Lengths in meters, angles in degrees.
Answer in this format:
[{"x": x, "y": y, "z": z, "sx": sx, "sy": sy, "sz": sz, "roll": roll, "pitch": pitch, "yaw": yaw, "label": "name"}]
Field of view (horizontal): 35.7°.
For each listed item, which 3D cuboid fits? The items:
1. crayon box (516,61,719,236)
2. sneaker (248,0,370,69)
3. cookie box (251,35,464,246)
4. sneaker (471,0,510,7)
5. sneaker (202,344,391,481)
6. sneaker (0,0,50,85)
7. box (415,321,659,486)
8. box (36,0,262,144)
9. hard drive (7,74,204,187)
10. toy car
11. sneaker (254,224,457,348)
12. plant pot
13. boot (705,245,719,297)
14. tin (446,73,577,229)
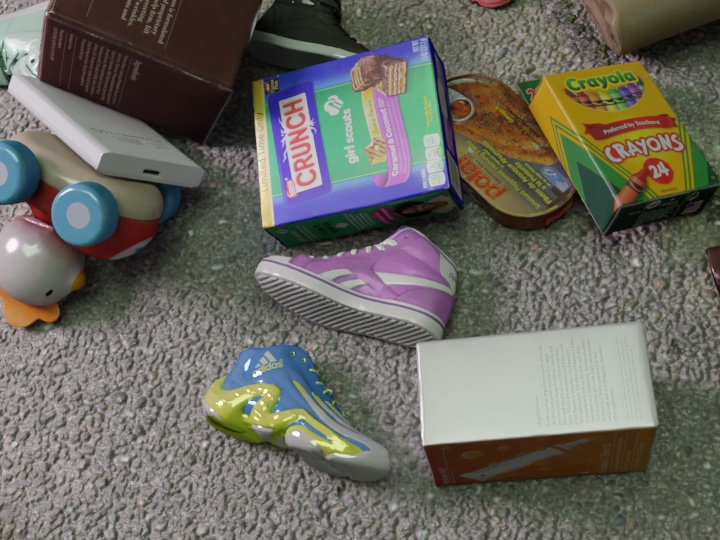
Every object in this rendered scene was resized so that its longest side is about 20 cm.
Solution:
[{"x": 0.256, "y": -0.139, "z": 1.131, "sx": 0.125, "sy": 0.051, "sz": 0.202, "roll": -13, "pitch": 60, "yaw": -23, "label": "crayon box"}, {"x": -0.029, "y": -0.269, "z": 1.256, "sx": 0.198, "sy": 0.071, "sz": 0.100, "roll": 20, "pitch": 73, "yaw": 23, "label": "sneaker"}, {"x": -0.005, "y": -0.130, "z": 1.155, "sx": 0.197, "sy": 0.075, "sz": 0.174, "roll": -12, "pitch": 70, "yaw": 15, "label": "cookie box"}, {"x": 0.097, "y": -0.380, "z": 1.282, "sx": 0.199, "sy": 0.087, "sz": 0.074, "roll": 28, "pitch": 70, "yaw": 22, "label": "sneaker"}, {"x": -0.051, "y": 0.124, "z": 1.062, "sx": 0.198, "sy": 0.076, "sz": 0.106, "roll": 17, "pitch": 67, "yaw": 18, "label": "sneaker"}, {"x": -0.416, "y": -0.237, "z": 1.304, "sx": 0.198, "sy": 0.074, "sz": 0.119, "roll": -23, "pitch": 56, "yaw": -5, "label": "sneaker"}, {"x": 0.155, "y": 0.122, "z": 0.999, "sx": 0.197, "sy": 0.125, "sz": 0.099, "roll": -6, "pitch": 63, "yaw": 8, "label": "box"}, {"x": -0.219, "y": -0.266, "z": 1.185, "sx": 0.198, "sy": 0.164, "sz": 0.168, "roll": 21, "pitch": 70, "yaw": -13, "label": "box"}, {"x": -0.272, "y": -0.149, "z": 1.190, "sx": 0.199, "sy": 0.131, "sz": 0.027, "roll": 37, "pitch": 110, "yaw": 38, "label": "hard drive"}, {"x": -0.309, "y": -0.025, "z": 1.159, "sx": 0.175, "sy": 0.184, "sz": 0.202, "roll": 26, "pitch": 106, "yaw": 8, "label": "toy car"}, {"x": 0.000, "y": 0.000, "z": 1.124, "sx": 0.198, "sy": 0.073, "sz": 0.115, "roll": 17, "pitch": 63, "yaw": 6, "label": "sneaker"}, {"x": 0.323, "y": -0.327, "z": 1.173, "sx": 0.182, "sy": 0.201, "sz": 0.202, "roll": -26, "pitch": 61, "yaw": 9, "label": "plant pot"}, {"x": 0.430, "y": 0.037, "z": 1.040, "sx": 0.165, "sy": 0.072, "sz": 0.202, "roll": -22, "pitch": 63, "yaw": 12, "label": "boot"}, {"x": 0.144, "y": -0.125, "z": 1.175, "sx": 0.112, "sy": 0.042, "sz": 0.200, "roll": -37, "pitch": 64, "yaw": -14, "label": "tin"}]
